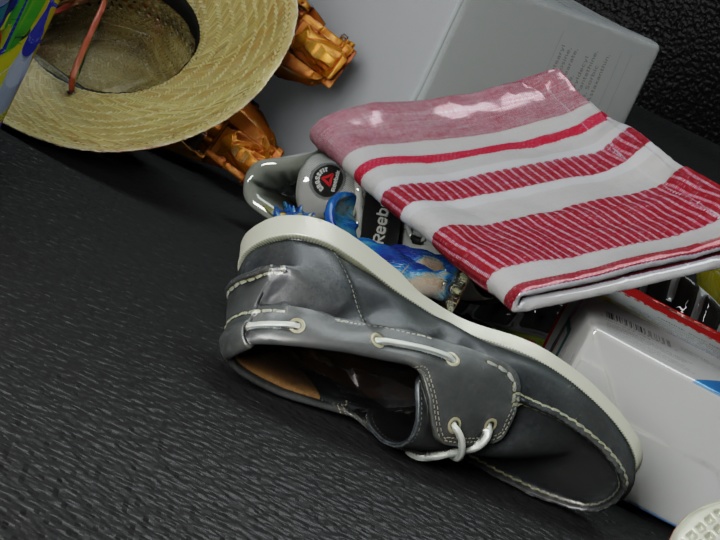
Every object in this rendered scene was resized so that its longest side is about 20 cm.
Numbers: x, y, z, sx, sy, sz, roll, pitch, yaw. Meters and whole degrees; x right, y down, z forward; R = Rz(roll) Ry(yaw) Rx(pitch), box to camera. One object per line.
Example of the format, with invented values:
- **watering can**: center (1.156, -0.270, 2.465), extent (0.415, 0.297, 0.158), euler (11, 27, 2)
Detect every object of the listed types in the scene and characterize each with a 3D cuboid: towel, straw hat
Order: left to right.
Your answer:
- **straw hat**: center (-0.131, -0.116, 1.568), extent (0.200, 0.201, 0.085), euler (30, -30, 19)
- **towel**: center (0.082, -0.042, 1.411), extent (0.143, 0.023, 0.200), euler (-13, 30, -24)

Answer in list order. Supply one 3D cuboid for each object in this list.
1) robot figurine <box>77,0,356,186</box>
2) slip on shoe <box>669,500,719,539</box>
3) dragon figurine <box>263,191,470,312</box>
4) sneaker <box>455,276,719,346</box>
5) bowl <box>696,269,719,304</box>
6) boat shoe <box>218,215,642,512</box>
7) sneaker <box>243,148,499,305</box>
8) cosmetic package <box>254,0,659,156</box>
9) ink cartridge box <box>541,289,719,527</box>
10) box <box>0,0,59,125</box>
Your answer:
- **robot figurine**: center (-0.109, -0.143, 1.643), extent (0.200, 0.145, 0.058), euler (36, 3, -2)
- **slip on shoe**: center (0.209, 0.144, 1.213), extent (0.199, 0.074, 0.061), euler (17, -22, -20)
- **dragon figurine**: center (0.000, 0.000, 1.404), extent (0.099, 0.059, 0.200), euler (27, 9, 3)
- **sneaker**: center (0.130, 0.023, 1.589), extent (0.199, 0.078, 0.090), euler (31, 3, 14)
- **bowl**: center (0.271, 0.048, 1.727), extent (0.199, 0.108, 0.200), euler (26, 10, -5)
- **boat shoe**: center (0.029, 0.055, 1.232), extent (0.199, 0.072, 0.068), euler (30, 44, -19)
- **sneaker**: center (0.015, -0.028, 1.497), extent (0.088, 0.075, 0.199), euler (16, -9, -39)
- **cosmetic package**: center (0.038, -0.114, 1.794), extent (0.167, 0.167, 0.200), euler (34, 13, 38)
- **ink cartridge box**: center (0.144, 0.063, 1.427), extent (0.116, 0.067, 0.200), euler (28, 9, -1)
- **box**: center (-0.200, -0.134, 1.182), extent (0.122, 0.193, 0.200), euler (28, 10, 8)
